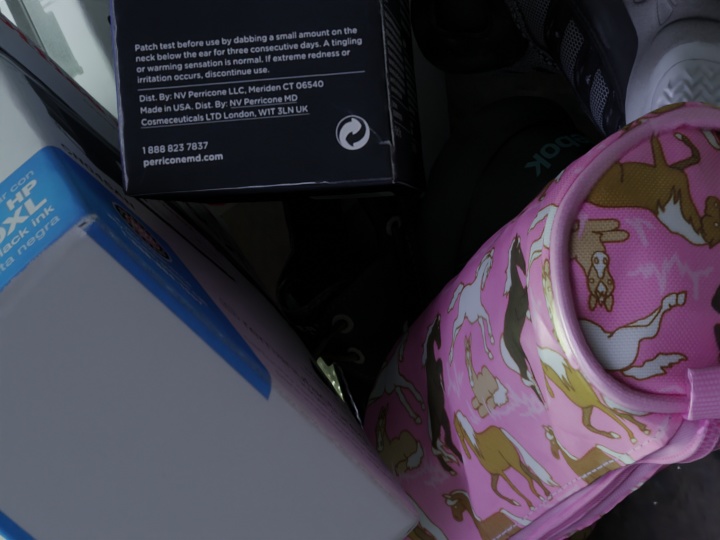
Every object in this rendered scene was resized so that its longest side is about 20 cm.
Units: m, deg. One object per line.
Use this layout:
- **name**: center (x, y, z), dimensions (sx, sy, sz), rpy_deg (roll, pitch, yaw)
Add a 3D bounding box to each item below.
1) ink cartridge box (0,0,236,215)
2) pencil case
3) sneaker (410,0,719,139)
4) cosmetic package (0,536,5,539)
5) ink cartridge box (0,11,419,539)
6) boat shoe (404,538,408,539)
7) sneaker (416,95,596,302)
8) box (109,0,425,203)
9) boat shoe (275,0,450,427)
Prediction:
- **ink cartridge box**: center (-0.091, -0.078, 1.039), dimensions (0.068, 0.116, 0.201), rpy_deg (-33, 75, 26)
- **pencil case**: center (0.060, 0.026, 0.792), dimensions (0.087, 0.083, 0.200), rpy_deg (48, 157, 5)
- **sneaker**: center (0.079, -0.061, 0.859), dimensions (0.114, 0.075, 0.201), rpy_deg (-33, 73, 58)
- **cosmetic package**: center (-0.145, 0.056, 0.920), dimensions (0.073, 0.103, 0.200), rpy_deg (-44, 53, 7)
- **ink cartridge box**: center (-0.084, 0.012, 0.863), dimensions (0.145, 0.084, 0.200), rpy_deg (44, -175, -32)
- **boat shoe**: center (-0.034, 0.142, 0.935), dimensions (0.070, 0.071, 0.201), rpy_deg (37, 132, 21)
- **sneaker**: center (0.054, 0.049, 0.937), dimensions (0.079, 0.075, 0.201), rpy_deg (30, 128, 42)
- **box**: center (-0.025, -0.091, 0.860), dimensions (0.200, 0.078, 0.142), rpy_deg (-4, -88, -87)
- **boat shoe**: center (0.000, 0.000, 0.998), dimensions (0.070, 0.066, 0.201), rpy_deg (12, 113, 52)
